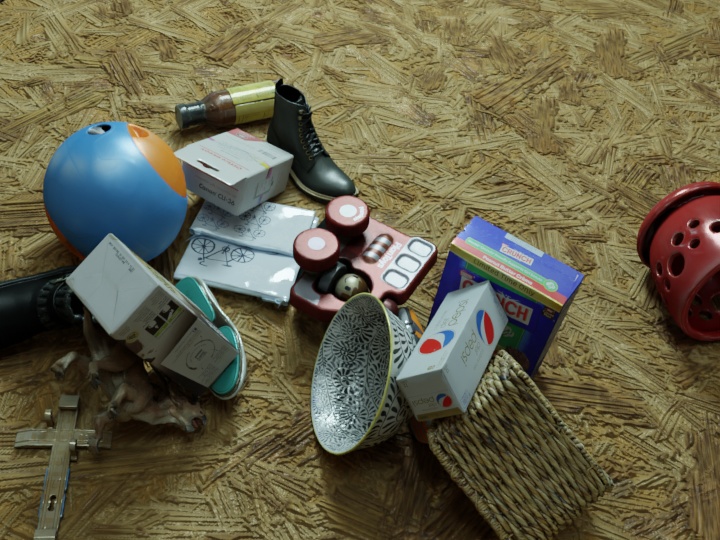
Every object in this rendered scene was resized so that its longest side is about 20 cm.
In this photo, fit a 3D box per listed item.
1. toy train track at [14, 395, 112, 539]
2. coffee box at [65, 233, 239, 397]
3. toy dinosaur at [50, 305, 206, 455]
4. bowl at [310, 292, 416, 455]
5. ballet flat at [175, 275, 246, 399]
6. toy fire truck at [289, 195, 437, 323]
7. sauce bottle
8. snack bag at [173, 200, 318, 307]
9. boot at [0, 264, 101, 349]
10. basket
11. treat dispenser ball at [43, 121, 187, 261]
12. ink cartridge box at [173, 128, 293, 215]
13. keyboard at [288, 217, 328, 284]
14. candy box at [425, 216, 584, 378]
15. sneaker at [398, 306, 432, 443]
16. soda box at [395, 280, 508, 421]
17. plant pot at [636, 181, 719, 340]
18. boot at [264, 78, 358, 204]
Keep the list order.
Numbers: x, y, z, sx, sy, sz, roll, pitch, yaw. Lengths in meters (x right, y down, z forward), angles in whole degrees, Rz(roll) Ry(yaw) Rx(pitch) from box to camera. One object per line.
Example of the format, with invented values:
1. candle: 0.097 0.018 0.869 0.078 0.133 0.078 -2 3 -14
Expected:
1. toy train track: -0.357 0.229 0.991 0.112 0.033 0.203 3 48 -10
2. coffee box: -0.244 0.059 1.013 0.080 0.200 0.113 -46 56 -7
3. toy dinosaur: -0.284 0.127 1.023 0.135 0.085 0.203 -39 108 -53
4. bowl: 0.022 0.139 1.073 0.093 0.201 0.203 17 41 -28
5. ballet flat: -0.192 0.092 1.132 0.068 0.070 0.201 -15 53 -24
6. toy fire truck: 0.000 0.000 1.188 0.166 0.114 0.200 25 49 20
7. sauce bottle: -0.226 -0.288 1.474 0.196 0.067 0.066 -15 52 -26
8. snack bag: -0.173 -0.039 1.275 0.184 0.022 0.202 13 45 5
9. boot: -0.399 0.052 1.064 0.209 0.081 0.156 -29 27 -33
10. basket: 0.184 0.221 1.039 0.148 0.143 0.201 -40 93 2
11. treat dispenser ball: -0.343 -0.106 1.186 0.196 0.203 0.204 6 46 -6
12. ink cartridge box: -0.201 -0.152 1.309 0.115 0.069 0.200 27 27 13
13. keyboard: -0.036 -0.015 1.295 0.125 0.021 0.201 23 48 17
14. candy box: 0.190 0.052 1.155 0.167 0.202 0.077 30 48 17
15. sneaker: 0.108 0.141 1.154 0.110 0.078 0.203 -1 57 -20
16. soda box: 0.116 0.095 1.030 0.064 0.067 0.200 61 35 -16
17. plant pot: 0.544 -0.025 1.306 0.196 0.203 0.185 -4 45 -15
18. boot: -0.081 -0.207 1.379 0.198 0.140 0.077 34 49 18
